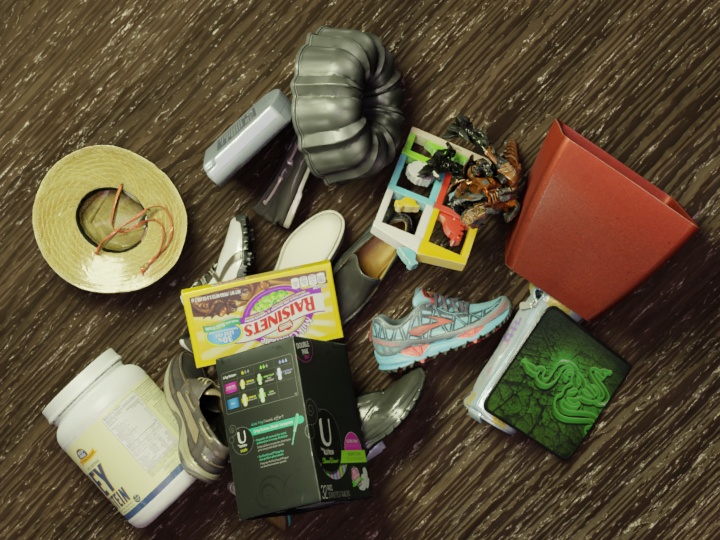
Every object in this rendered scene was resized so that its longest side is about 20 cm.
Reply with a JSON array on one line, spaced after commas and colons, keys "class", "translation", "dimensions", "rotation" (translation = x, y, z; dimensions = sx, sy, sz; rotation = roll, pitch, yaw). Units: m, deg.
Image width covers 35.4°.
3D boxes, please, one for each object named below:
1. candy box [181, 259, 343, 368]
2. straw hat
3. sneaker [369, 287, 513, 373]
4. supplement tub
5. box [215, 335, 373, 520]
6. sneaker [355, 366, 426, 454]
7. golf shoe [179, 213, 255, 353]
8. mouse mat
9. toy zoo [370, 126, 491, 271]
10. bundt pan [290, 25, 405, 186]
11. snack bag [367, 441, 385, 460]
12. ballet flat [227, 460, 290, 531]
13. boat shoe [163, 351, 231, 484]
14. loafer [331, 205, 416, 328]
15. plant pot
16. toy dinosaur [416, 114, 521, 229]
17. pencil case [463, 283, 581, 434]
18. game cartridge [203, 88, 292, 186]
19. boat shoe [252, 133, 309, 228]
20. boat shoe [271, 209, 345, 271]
[{"class": "candy box", "translation": [-0.126, 0.056, 1.464], "dimensions": [0.196, 0.026, 0.104], "rotation": [-12, 104, -6]}, {"class": "straw hat", "translation": [-0.326, -0.067, 1.493], "dimensions": [0.197, 0.085, 0.205], "rotation": [0, 97, -4]}, {"class": "sneaker", "translation": [0.104, 0.064, 1.499], "dimensions": [0.197, 0.079, 0.097], "rotation": [-21, 91, 2]}, {"class": "supplement tub", "translation": [-0.305, 0.218, 1.481], "dimensions": [0.145, 0.145, 0.200], "rotation": [-42, 92, 3]}, {"class": "box", "translation": [-0.082, 0.198, 1.416], "dimensions": [0.123, 0.148, 0.204], "rotation": [-17, 74, 24]}, {"class": "sneaker", "translation": [0.005, 0.193, 1.495], "dimensions": [0.200, 0.076, 0.091], "rotation": [-44, 82, -2]}, {"class": "golf shoe", "translation": [-0.192, 0.021, 1.501], "dimensions": [0.093, 0.078, 0.204], "rotation": [10, 93, 0]}, {"class": "mouse mat", "translation": [0.261, 0.152, 1.482], "dimensions": [0.199, 0.008, 0.162], "rotation": [33, 91, -37]}, {"class": "toy zoo", "translation": [0.094, -0.083, 1.464], "dimensions": [0.129, 0.021, 0.202], "rotation": [22, 59, -1]}, {"class": "bundt pan", "translation": [-0.004, -0.208, 1.418], "dimensions": [0.075, 0.201, 0.206], "rotation": [1, 94, 29]}, {"class": "snack bag", "translation": [-0.094, 0.214, 1.540], "dimensions": [0.187, 0.021, 0.201], "rotation": [-35, 92, 2]}, {"class": "ballet flat", "translation": [-0.147, 0.252, 1.492], "dimensions": [0.071, 0.068, 0.204], "rotation": [-12, 91, -24]}, {"class": "boat shoe", "translation": [-0.198, 0.178, 1.455], "dimensions": [0.073, 0.202, 0.074], "rotation": [-41, 136, 20]}, {"class": "loafer", "translation": [0.000, 0.000, 1.499], "dimensions": [0.072, 0.072, 0.202], "rotation": [33, 94, -2]}, {"class": "plant pot", "translation": [0.286, -0.055, 1.440], "dimensions": [0.198, 0.200, 0.178], "rotation": [33, 104, -1]}, {"class": "toy dinosaur", "translation": [0.153, -0.120, 1.440], "dimensions": [0.135, 0.200, 0.103], "rotation": [38, 108, 6]}, {"class": "pencil case", "translation": [0.215, 0.115, 1.493], "dimensions": [0.083, 0.090, 0.202], "rotation": [31, 96, 24]}, {"class": "game cartridge", "translation": [-0.141, -0.173, 1.427], "dimensions": [0.041, 0.200, 0.133], "rotation": [43, 95, -13]}, {"class": "boat shoe", "translation": [-0.085, -0.157, 1.486], "dimensions": [0.056, 0.067, 0.203], "rotation": [20, 97, -7]}, {"class": "boat shoe", "translation": [-0.086, 0.007, 1.517], "dimensions": [0.066, 0.057, 0.201], "rotation": [34, 89, 11]}]
